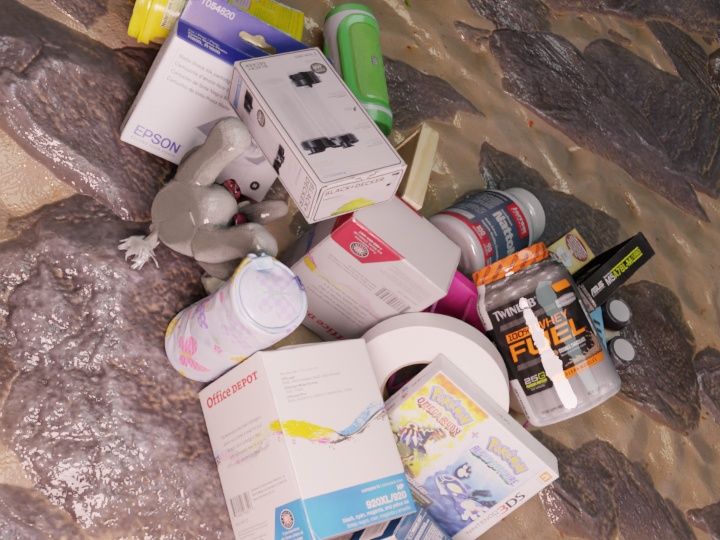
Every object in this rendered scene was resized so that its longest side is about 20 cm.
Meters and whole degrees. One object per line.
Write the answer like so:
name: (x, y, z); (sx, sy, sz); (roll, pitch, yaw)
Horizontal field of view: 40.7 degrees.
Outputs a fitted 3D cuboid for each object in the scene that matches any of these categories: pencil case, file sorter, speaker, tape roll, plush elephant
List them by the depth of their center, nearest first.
pencil case: (-0.138, 0.054, 1.033); (0.083, 0.200, 0.091); (-26, 85, -39)
plush elephant: (-0.156, -0.054, 1.116); (0.155, 0.200, 0.165); (3, 63, -62)
tape roll: (0.077, 0.144, 1.157); (0.203, 0.203, 0.037); (42, 26, -13)
file sorter: (0.124, 0.118, 1.247); (0.200, 0.139, 0.125); (38, 50, -16)
speaker: (-0.005, -0.282, 1.396); (0.088, 0.088, 0.200); (9, 62, -35)

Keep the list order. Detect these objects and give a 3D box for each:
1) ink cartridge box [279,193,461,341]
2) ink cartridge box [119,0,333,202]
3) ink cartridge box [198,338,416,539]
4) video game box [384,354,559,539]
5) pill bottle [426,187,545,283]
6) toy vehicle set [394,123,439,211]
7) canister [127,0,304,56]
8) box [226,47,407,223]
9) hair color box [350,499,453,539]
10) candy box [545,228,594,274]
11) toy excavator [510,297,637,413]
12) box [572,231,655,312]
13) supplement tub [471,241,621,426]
ink cartridge box: (0.000, 0.000, 1.169); (0.148, 0.200, 0.086); (38, 48, -16)
ink cartridge box: (-0.157, -0.205, 1.166); (0.199, 0.200, 0.041); (23, 21, -27)
ink cartridge box: (-0.061, 0.193, 1.055); (0.145, 0.147, 0.200); (-5, 71, -39)
video game box: (0.100, 0.224, 1.144); (0.200, 0.182, 0.047); (41, 19, -13)
pill bottle: (0.176, -0.050, 1.390); (0.200, 0.120, 0.120); (-28, 86, -43)
toy vehicle set: (0.020, -0.089, 1.234); (0.027, 0.200, 0.124); (31, 52, -20)
canister: (-0.177, -0.313, 1.225); (0.200, 0.087, 0.149); (19, 32, -12)
box: (-0.052, -0.154, 1.081); (0.117, 0.060, 0.200); (-19, 60, -31)
hair color box: (0.085, 0.362, 1.113); (0.200, 0.100, 0.061); (48, 46, -8)
candy box: (0.223, 0.024, 1.364); (0.200, 0.115, 0.055); (-32, 87, -31)
toy excavator: (0.295, 0.125, 1.423); (0.200, 0.100, 0.195); (12, 58, -18)
box: (0.298, 0.036, 1.386); (0.193, 0.200, 0.048); (-36, 90, -43)
supplement tub: (0.218, 0.075, 1.166); (0.122, 0.122, 0.200); (-21, 83, -43)
